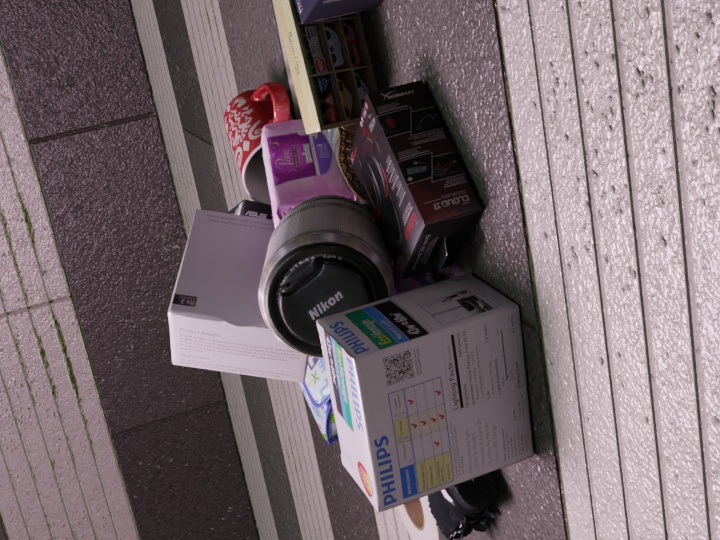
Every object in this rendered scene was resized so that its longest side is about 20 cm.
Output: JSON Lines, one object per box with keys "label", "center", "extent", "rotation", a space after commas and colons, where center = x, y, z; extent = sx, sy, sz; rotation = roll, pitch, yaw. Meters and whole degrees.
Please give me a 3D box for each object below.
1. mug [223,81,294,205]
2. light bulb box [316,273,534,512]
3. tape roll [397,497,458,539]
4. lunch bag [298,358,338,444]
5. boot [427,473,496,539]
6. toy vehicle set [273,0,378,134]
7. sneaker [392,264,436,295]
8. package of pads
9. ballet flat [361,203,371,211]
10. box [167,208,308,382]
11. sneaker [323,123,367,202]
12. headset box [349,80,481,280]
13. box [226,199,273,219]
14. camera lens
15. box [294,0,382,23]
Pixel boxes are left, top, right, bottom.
{"label": "mug", "center": [-0.143, -0.228, 1.753], "extent": [0.178, 0.133, 0.200], "rotation": [-57, 34, 20]}
{"label": "light bulb box", "center": [0.074, 0.134, 1.193], "extent": [0.125, 0.200, 0.198], "rotation": [-142, 39, -62]}
{"label": "tape roll", "center": [0.092, 0.344, 1.627], "extent": [0.203, 0.037, 0.203], "rotation": [165, 90, -73]}
{"label": "lunch bag", "center": [-0.042, 0.157, 1.726], "extent": [0.200, 0.127, 0.170], "rotation": [93, 154, -49]}
{"label": "boot", "center": [0.118, 0.259, 1.410], "extent": [0.162, 0.073, 0.198], "rotation": [98, 151, -62]}
{"label": "toy vehicle set", "center": [-0.042, -0.279, 1.323], "extent": [0.027, 0.124, 0.200], "rotation": [-7, 101, 43]}
{"label": "sneaker", "center": [0.061, 0.058, 1.338], "extent": [0.200, 0.088, 0.081], "rotation": [56, 136, 44]}
{"label": "package of pads", "center": [-0.073, -0.132, 1.494], "extent": [0.076, 0.120, 0.200], "rotation": [84, 175, -45]}
{"label": "ballet flat", "center": [0.000, 0.000, 1.447], "extent": [0.073, 0.073, 0.200], "rotation": [60, 140, 40]}
{"label": "box", "center": [-0.160, 0.036, 1.523], "extent": [0.131, 0.199, 0.200], "rotation": [101, 177, -51]}
{"label": "sneaker", "center": [-0.012, -0.184, 1.438], "extent": [0.090, 0.067, 0.200], "rotation": [79, 168, -86]}
{"label": "headset box", "center": [0.063, -0.095, 1.233], "extent": [0.149, 0.075, 0.200], "rotation": [110, 141, -64]}
{"label": "box", "center": [-0.138, -0.071, 1.768], "extent": [0.200, 0.161, 0.049], "rotation": [164, 119, -75]}
{"label": "camera lens", "center": [-0.040, 0.004, 1.297], "extent": [0.200, 0.160, 0.160], "rotation": [-90, -9, -68]}
{"label": "box", "center": [-0.020, -0.385, 1.183], "extent": [0.200, 0.104, 0.148], "rotation": [155, 98, -73]}
